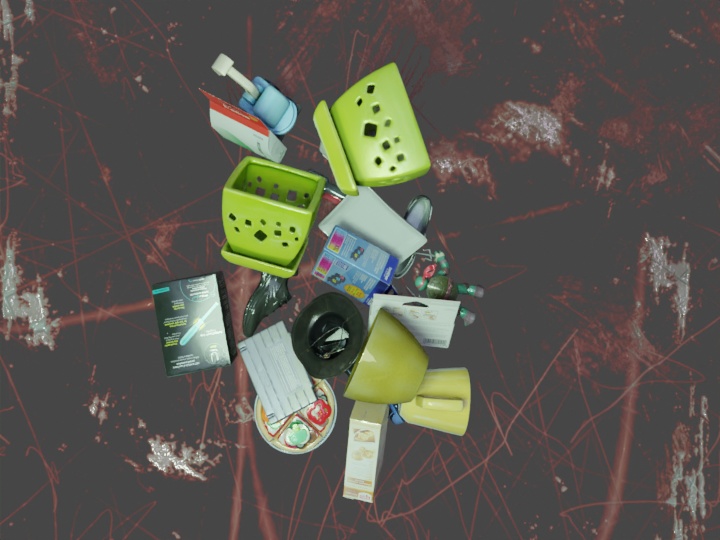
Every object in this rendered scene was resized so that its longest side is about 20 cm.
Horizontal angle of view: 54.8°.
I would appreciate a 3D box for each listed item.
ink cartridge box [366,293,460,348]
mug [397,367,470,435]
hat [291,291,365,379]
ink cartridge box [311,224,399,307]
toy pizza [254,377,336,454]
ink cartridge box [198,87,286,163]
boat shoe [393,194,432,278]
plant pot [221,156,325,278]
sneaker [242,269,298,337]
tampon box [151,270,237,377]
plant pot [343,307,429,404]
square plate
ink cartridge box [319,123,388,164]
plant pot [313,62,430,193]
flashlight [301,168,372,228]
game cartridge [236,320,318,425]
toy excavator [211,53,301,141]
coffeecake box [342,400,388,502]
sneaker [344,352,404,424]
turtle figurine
[{"bbox_3d":[0.117,0.100,1.570,0.193,0.179,0.046,6,49,-1],"label":"ink cartridge box"},{"bbox_3d":[0.165,0.281,1.573,0.148,0.189,0.153,6,54,-2],"label":"mug"},{"bbox_3d":[-0.059,0.156,1.587,0.196,0.081,0.207,-12,65,26],"label":"hat"},{"bbox_3d":[0.000,0.000,1.567,0.196,0.137,0.078,27,60,-5],"label":"ink cartridge box"},{"bbox_3d":[-0.152,0.329,1.625,0.193,0.032,0.207,0,92,-4],"label":"toy pizza"},{"bbox_3d":[-0.258,-0.306,1.500,0.158,0.200,0.051,28,90,12],"label":"ink cartridge box"},{"bbox_3d":[0.111,-0.080,1.617,0.074,0.060,0.206,17,90,-4],"label":"boat shoe"},{"bbox_3d":[-0.195,-0.110,1.518,0.194,0.200,0.186,14,119,0],"label":"plant pot"},{"bbox_3d":[-0.208,0.066,1.595,0.089,0.076,0.204,26,91,-8],"label":"sneaker"},{"bbox_3d":[-0.368,0.116,1.557,0.145,0.126,0.207,-9,93,-3],"label":"tampon box"},{"bbox_3d":[0.064,0.203,1.479,0.139,0.200,0.205,25,90,1],"label":"plant pot"},{"bbox_3d":[0.027,-0.090,1.563,0.199,0.198,0.029,40,47,-9],"label":"square plate"},{"bbox_3d":[-0.012,-0.263,1.536,0.146,0.200,0.085,44,86,-4],"label":"ink cartridge box"},{"bbox_3d":[0.018,-0.253,1.338,0.177,0.199,0.205,-22,92,2],"label":"plant pot"},{"bbox_3d":[-0.044,-0.155,1.607,0.195,0.068,0.069,24,63,-1],"label":"flashlight"},{"bbox_3d":[-0.189,0.233,1.600,0.127,0.038,0.204,-24,78,-7],"label":"game cartridge"},{"bbox_3d":[-0.225,-0.383,1.517,0.193,0.200,0.101,37,89,-4],"label":"toy excavator"},{"bbox_3d":[0.016,0.377,1.542,0.071,0.154,0.206,8,113,8],"label":"coffeecake box"},{"bbox_3d":[0.028,0.282,1.625,0.077,0.070,0.203,-30,99,18],"label":"sneaker"},{"bbox_3d":[0.186,0.046,1.609,0.196,0.101,0.153,24,104,-16],"label":"turtle figurine"}]
